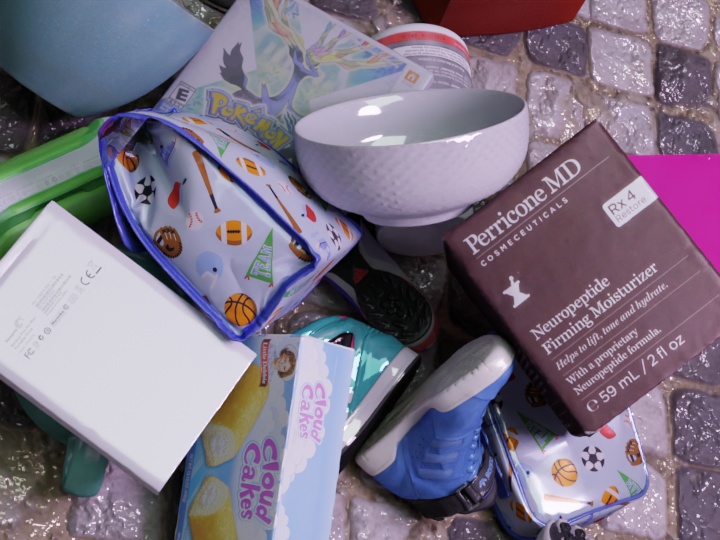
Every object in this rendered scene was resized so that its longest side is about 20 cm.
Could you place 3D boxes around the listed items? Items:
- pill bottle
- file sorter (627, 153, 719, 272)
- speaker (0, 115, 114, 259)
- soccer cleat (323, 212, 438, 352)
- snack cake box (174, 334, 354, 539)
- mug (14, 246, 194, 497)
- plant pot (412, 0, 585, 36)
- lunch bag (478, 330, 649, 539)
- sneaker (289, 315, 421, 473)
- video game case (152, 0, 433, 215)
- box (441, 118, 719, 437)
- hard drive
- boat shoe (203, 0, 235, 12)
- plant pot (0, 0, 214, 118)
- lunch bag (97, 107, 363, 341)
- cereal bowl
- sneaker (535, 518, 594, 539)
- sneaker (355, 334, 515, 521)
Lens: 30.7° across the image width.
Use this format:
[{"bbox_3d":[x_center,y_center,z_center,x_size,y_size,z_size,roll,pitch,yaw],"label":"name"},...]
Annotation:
[{"bbox_3d":[0.056,-0.125,1.268,0.115,0.116,0.202,6,65,-20],"label":"pill bottle"},{"bbox_3d":[0.275,-0.025,1.305,0.198,0.125,0.140,-3,69,-22],"label":"file sorter"},{"bbox_3d":[-0.274,-0.063,1.123,0.199,0.088,0.089,-29,80,-30],"label":"speaker"},{"bbox_3d":[0.000,0.000,1.228,0.068,0.073,0.200,-41,68,-2],"label":"soccer cleat"},{"bbox_3d":[-0.079,0.155,1.053,0.067,0.114,0.202,19,74,-46],"label":"snack cake box"},{"bbox_3d":[-0.201,0.072,1.075,0.151,0.114,0.186,-21,76,-28],"label":"mug"},{"bbox_3d":[0.132,-0.360,1.372,0.175,0.200,0.201,-23,77,-17],"label":"plant pot"},{"bbox_3d":[0.170,0.142,1.221,0.159,0.076,0.202,-13,73,-24],"label":"lunch bag"},{"bbox_3d":[-0.052,0.116,1.138,0.120,0.084,0.200,37,73,14],"label":"sneaker"},{"bbox_3d":[-0.061,-0.158,1.198,0.199,0.022,0.183,30,67,8],"label":"video game case"},{"bbox_3d":[0.191,0.014,1.112,0.165,0.164,0.201,-37,81,1],"label":"box"},{"bbox_3d":[-0.196,0.057,1.001,0.199,0.026,0.132,37,66,-3],"label":"hard drive"},{"bbox_3d":[-0.170,-0.334,1.305,0.200,0.057,0.067,43,59,1],"label":"boat shoe"},{"bbox_3d":[-0.249,-0.217,1.162,0.199,0.200,0.135,36,95,-4],"label":"plant pot"},{"bbox_3d":[-0.117,-0.052,1.078,0.200,0.170,0.124,46,102,2],"label":"lunch bag"},{"bbox_3d":[0.045,-0.090,1.087,0.198,0.199,0.084,-18,112,-28],"label":"cereal bowl"},{"bbox_3d":[0.213,0.291,1.176,0.199,0.081,0.075,31,28,-27],"label":"sneaker"},{"bbox_3d":[0.092,0.143,1.120,0.111,0.200,0.077,41,36,-5],"label":"sneaker"}]
